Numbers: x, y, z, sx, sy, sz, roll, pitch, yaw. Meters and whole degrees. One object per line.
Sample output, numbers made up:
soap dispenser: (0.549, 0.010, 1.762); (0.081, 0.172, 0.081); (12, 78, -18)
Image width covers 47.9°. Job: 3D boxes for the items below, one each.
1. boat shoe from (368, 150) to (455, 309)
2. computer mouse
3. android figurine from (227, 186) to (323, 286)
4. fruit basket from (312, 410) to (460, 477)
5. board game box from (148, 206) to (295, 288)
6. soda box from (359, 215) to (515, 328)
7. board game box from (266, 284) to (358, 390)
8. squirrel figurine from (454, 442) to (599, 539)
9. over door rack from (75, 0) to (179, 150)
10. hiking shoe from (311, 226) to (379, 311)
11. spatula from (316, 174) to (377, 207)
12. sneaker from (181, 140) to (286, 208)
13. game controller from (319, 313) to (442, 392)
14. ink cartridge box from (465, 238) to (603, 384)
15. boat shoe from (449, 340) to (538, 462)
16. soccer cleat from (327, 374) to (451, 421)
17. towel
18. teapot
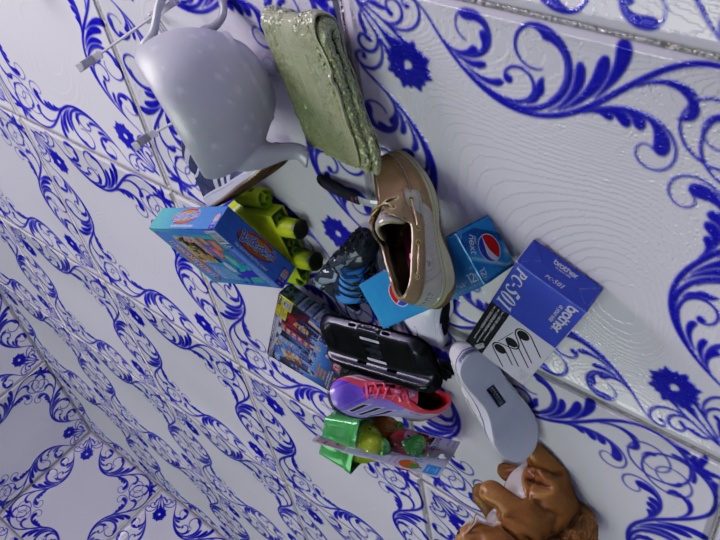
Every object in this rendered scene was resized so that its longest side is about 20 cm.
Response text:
boat shoe: (0.047, -0.052, 0.910); (0.074, 0.066, 0.200); (-45, 53, 44)
computer mouse: (0.085, 0.079, 1.135); (0.110, 0.044, 0.200); (31, 148, 26)
android figurine: (-0.146, -0.052, 1.271); (0.200, 0.041, 0.182); (11, 136, 45)
fruit basket: (0.046, 0.262, 1.267); (0.200, 0.185, 0.094); (6, 96, 17)
board game box: (-0.217, -0.036, 1.256); (0.200, 0.045, 0.152); (4, 147, 48)
soda box: (0.088, 0.006, 0.982); (0.200, 0.064, 0.068); (-29, 91, 51)
board game box: (-0.054, 0.131, 1.358); (0.200, 0.062, 0.200); (35, 145, 12)
squirrel figurine: (0.238, 0.386, 1.172); (0.200, 0.187, 0.142); (44, 150, 3)
over door rack: (-0.280, -0.273, 1.126); (0.200, 0.067, 0.148); (-18, 115, 36)
hiking shoe: (0.000, 0.000, 1.132); (0.087, 0.074, 0.200); (39, 161, -4)
spatula: (0.013, -0.090, 1.040); (0.200, 0.021, 0.057); (24, 145, 35)
sneaker: (-0.185, -0.166, 1.153); (0.200, 0.070, 0.109); (-23, 95, 48)
game controller: (0.027, 0.119, 1.183); (0.200, 0.042, 0.104); (12, 128, 34)
ink cartridge box: (0.199, 0.055, 0.958); (0.094, 0.044, 0.200); (38, 149, 11)
boat shoe: (0.180, 0.178, 1.127); (0.200, 0.071, 0.070); (55, 177, -23)
soccer cleat: (0.045, 0.189, 1.221); (0.200, 0.068, 0.073); (14, 154, -32)
towel: (-0.043, -0.206, 0.929); (0.148, 0.036, 0.200); (30, 150, 52)
teapot: (-0.172, -0.222, 0.991); (0.197, 0.146, 0.200); (54, 173, 38)
